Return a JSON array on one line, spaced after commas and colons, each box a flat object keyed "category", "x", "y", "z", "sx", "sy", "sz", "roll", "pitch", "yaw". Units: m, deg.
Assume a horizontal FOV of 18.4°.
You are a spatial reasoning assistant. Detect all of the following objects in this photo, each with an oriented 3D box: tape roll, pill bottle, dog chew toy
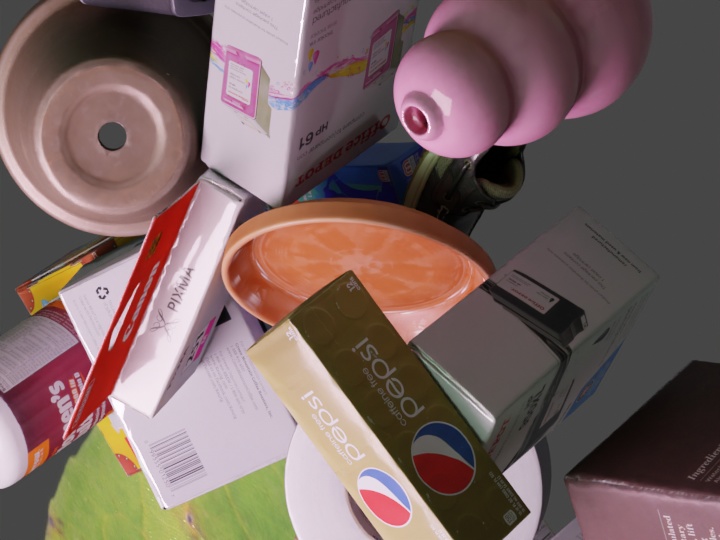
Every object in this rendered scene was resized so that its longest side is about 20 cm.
[{"category": "tape roll", "x": 0.045, "y": 0.158, "z": 1.699, "sx": 0.199, "sy": 0.066, "sz": 0.202, "roll": 2, "pitch": 100, "yaw": 12}, {"category": "pill bottle", "x": -0.294, "y": 0.114, "z": 1.874, "sx": 0.109, "sy": 0.200, "sz": 0.110, "roll": 26, "pitch": 135, "yaw": 30}, {"category": "dog chew toy", "x": 0.096, "y": -0.137, "z": 1.404, "sx": 0.124, "sy": 0.200, "sz": 0.125, "roll": 26, "pitch": 133, "yaw": 31}]

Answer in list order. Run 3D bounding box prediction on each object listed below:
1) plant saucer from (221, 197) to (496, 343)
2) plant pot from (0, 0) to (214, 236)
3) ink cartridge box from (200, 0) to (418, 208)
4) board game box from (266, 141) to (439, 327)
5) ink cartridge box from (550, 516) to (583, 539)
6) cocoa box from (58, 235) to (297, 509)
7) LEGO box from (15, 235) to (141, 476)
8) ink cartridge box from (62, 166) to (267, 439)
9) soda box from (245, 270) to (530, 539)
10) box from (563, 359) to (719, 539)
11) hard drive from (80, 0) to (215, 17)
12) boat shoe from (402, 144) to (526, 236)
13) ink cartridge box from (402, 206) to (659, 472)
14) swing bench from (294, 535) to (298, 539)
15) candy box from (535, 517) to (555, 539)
[{"category": "plant saucer", "x": 0.000, "y": 0.000, "z": 1.601, "sx": 0.198, "sy": 0.033, "sz": 0.201, "roll": 5, "pitch": 152, "yaw": 2}, {"category": "plant pot", "x": -0.182, "y": -0.110, "z": 1.647, "sx": 0.175, "sy": 0.199, "sz": 0.201, "roll": -106, "pitch": -8, "yaw": -76}, {"category": "ink cartridge box", "x": -0.032, "y": -0.164, "z": 1.564, "sx": 0.084, "sy": 0.144, "sz": 0.201, "roll": 33, "pitch": 137, "yaw": 23}, {"category": "board game box", "x": -0.014, "y": -0.024, "z": 1.730, "sx": 0.199, "sy": 0.045, "sz": 0.153, "roll": 3, "pitch": 120, "yaw": 46}, {"category": "ink cartridge box", "x": 0.130, "y": 0.283, "z": 1.682, "sx": 0.050, "sy": 0.200, "sz": 0.162, "roll": 32, "pitch": 137, "yaw": 25}, {"category": "cocoa box", "x": -0.138, "y": 0.067, "z": 1.814, "sx": 0.131, "sy": 0.133, "sz": 0.201, "roll": -81, "pitch": -34, "yaw": -80}, {"category": "LEGO box", "x": -0.195, "y": 0.068, "z": 1.962, "sx": 0.149, "sy": 0.077, "sz": 0.201, "roll": -21, "pitch": 102, "yaw": 51}, {"category": "ink cartridge box", "x": -0.135, "y": 0.021, "z": 1.627, "sx": 0.043, "sy": 0.174, "sz": 0.201, "roll": 27, "pitch": 116, "yaw": 5}, {"category": "soda box", "x": 0.017, "y": 0.105, "z": 1.450, "sx": 0.200, "sy": 0.068, "sz": 0.064, "roll": 53, "pitch": 142, "yaw": 0}, {"category": "box", "x": 0.276, "y": 0.174, "z": 1.476, "sx": 0.199, "sy": 0.164, "sz": 0.167, "roll": 4, "pitch": 121, "yaw": 45}, {"category": "hard drive", "x": -0.171, "y": -0.273, "z": 1.550, "sx": 0.134, "sy": 0.042, "sz": 0.201, "roll": 13, "pitch": 125, "yaw": 39}, {"category": "boat shoe", "x": 0.083, "y": -0.073, "z": 1.571, "sx": 0.066, "sy": 0.072, "sz": 0.202, "roll": 41, "pitch": 136, "yaw": 25}, {"category": "ink cartridge box", "x": 0.101, "y": 0.069, "z": 1.552, "sx": 0.084, "sy": 0.200, "sz": 0.145, "roll": 41, "pitch": 141, "yaw": 16}, {"category": "swing bench", "x": 0.014, "y": 0.352, "z": 1.865, "sx": 0.199, "sy": 0.130, "sz": 0.199, "roll": 25, "pitch": 154, "yaw": 33}, {"category": "candy box", "x": 0.071, "y": 0.184, "z": 1.787, "sx": 0.201, "sy": 0.055, "sz": 0.115, "roll": 55, "pitch": 142, "yaw": -1}]
